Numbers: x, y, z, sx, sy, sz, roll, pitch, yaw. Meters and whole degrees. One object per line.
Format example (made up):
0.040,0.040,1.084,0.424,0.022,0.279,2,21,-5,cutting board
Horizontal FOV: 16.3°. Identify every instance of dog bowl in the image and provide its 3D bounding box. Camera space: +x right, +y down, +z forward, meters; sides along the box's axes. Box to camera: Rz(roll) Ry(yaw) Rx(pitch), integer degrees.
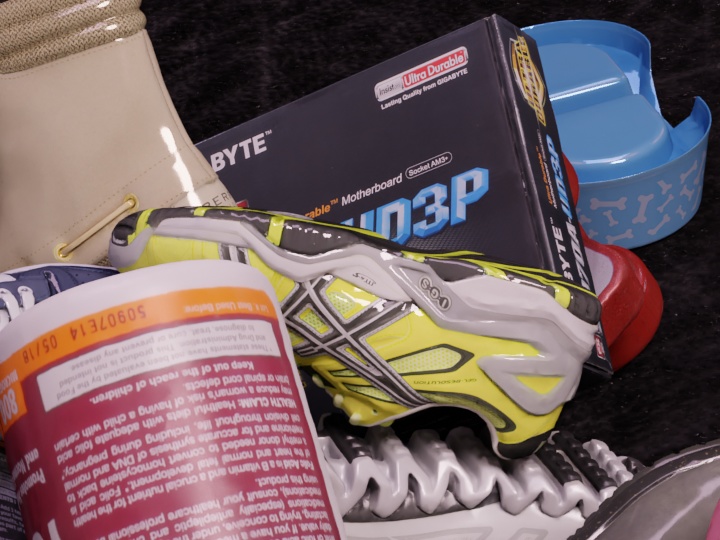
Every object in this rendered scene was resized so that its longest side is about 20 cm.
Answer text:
0.117,-0.071,1.329,0.111,0.050,0.200,-16,30,-7,dog bowl

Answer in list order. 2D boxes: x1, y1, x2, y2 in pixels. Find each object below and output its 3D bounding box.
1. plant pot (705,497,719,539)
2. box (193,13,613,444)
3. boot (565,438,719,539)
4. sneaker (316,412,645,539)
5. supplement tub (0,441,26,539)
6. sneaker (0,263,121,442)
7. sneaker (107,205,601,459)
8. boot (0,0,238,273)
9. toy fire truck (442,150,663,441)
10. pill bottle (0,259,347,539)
0.220,0.115,0.834,0.178,0.201,0.200,-10,24,38,plant pot
0.000,0.000,1.095,0.199,0.160,0.046,-21,-22,26,box
0.113,0.147,0.945,0.199,0.068,0.131,-24,37,-9,boot
0.041,0.107,1.025,0.199,0.082,0.075,5,13,-10,sneaker
-0.166,0.130,1.020,0.106,0.107,0.200,-15,28,-6,supplement tub
-0.165,0.026,0.976,0.199,0.071,0.109,-6,-13,-11,sneaker
-0.008,0.021,0.996,0.199,0.077,0.075,14,6,10,sneaker
-0.152,-0.037,1.095,0.199,0.156,0.073,-21,6,31,boot
0.031,0.018,1.166,0.168,0.112,0.200,-48,40,-9,toy fire truck
-0.061,0.108,0.915,0.114,0.114,0.201,-15,73,-6,pill bottle
